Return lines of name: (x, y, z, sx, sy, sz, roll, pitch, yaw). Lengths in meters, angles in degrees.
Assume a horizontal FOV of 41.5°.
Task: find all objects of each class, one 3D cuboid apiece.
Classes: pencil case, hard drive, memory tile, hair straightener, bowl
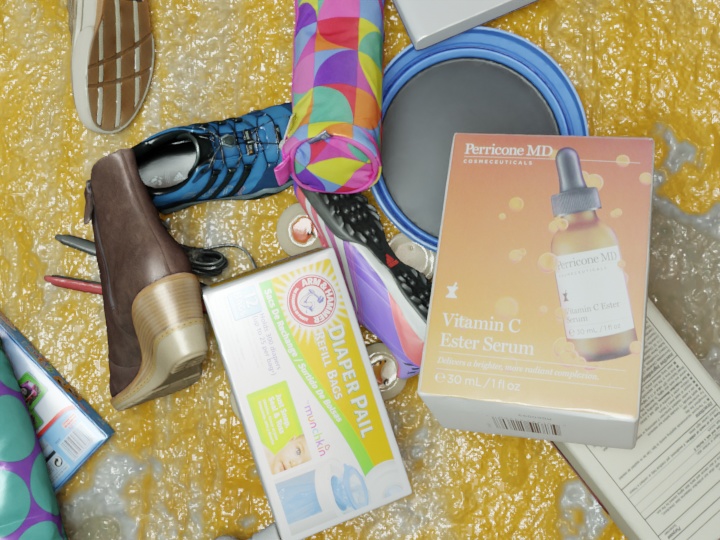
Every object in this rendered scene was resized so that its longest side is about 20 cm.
pencil case: (-0.021, -0.161, 0.779, 0.086, 0.089, 0.204, 4, 62, -1)
pencil case: (-0.302, 0.150, 0.754, 0.091, 0.085, 0.204, -18, 87, -32)
hard drive: (0.067, -0.306, 0.828, 0.130, 0.025, 0.203, -22, 77, -4)
memory tile: (-0.022, 0.051, 0.834, 0.150, 0.017, 0.204, 16, 87, 0)
hair straightener: (-0.170, -0.007, 0.820, 0.195, 0.041, 0.079, 11, 87, 5)
bowl: (0.098, -0.108, 0.825, 0.196, 0.039, 0.206, 0, 82, -1)

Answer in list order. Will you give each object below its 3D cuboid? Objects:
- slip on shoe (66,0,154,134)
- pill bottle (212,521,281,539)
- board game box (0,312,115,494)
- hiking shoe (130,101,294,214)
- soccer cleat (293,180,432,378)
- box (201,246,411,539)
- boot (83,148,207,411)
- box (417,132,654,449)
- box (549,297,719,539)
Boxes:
slip on shoe: (-0.226, -0.221, 0.825, 0.060, 0.075, 0.205, 5, 96, 39)
pill bottle: (-0.132, 0.294, 0.774, 0.198, 0.109, 0.110, -33, 88, -3)
board game box: (-0.334, 0.124, 0.815, 0.151, 0.037, 0.200, -45, 90, -3)
hiking shoe: (-0.116, -0.093, 0.804, 0.196, 0.087, 0.076, -21, 88, -2)
soccer cleat: (0.000, 0.000, 0.800, 0.201, 0.068, 0.073, 50, 121, 9)
box: (-0.047, 0.093, 0.760, 0.110, 0.101, 0.204, -19, 94, -9)
boot: (-0.181, 0.015, 0.763, 0.071, 0.200, 0.169, -17, 77, -31)
box: (0.134, 0.014, 0.700, 0.149, 0.107, 0.204, 3, 71, 17)
box: (0.226, 0.124, 0.789, 0.127, 0.109, 0.201, -39, 89, -3)
